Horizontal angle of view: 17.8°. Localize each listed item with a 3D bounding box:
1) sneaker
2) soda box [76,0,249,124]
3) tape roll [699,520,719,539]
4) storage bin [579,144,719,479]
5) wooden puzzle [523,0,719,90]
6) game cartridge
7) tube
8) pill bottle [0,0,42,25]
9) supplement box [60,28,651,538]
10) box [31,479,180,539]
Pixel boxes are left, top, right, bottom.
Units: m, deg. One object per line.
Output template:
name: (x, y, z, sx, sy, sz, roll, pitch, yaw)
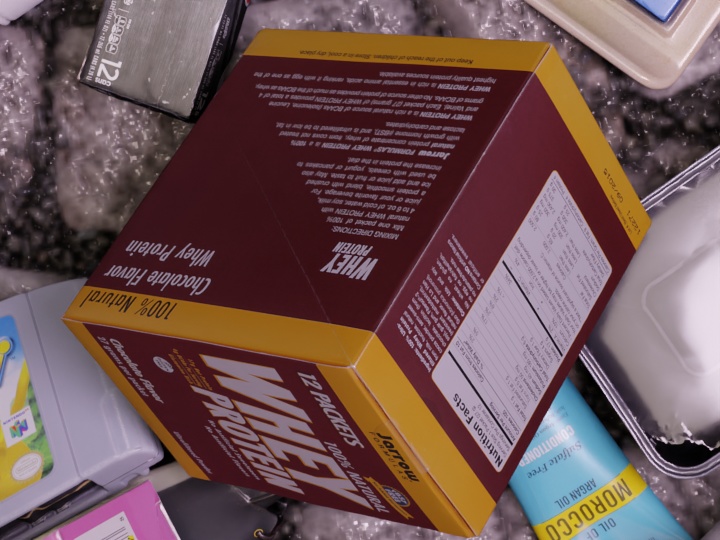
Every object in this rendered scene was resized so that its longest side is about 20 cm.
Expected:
sneaker: (-0.063, 0.145, 1.265, 0.199, 0.075, 0.107, -20, 91, 16)
soda box: (-0.088, -0.185, 1.270, 0.070, 0.063, 0.201, 19, 92, 6)
tape roll: (0.233, 0.218, 1.159, 0.139, 0.203, 0.203, -44, 85, 4)
storage bin: (0.209, 0.005, 1.218, 0.199, 0.094, 0.136, -35, 86, 6)
wooden puzzle: (0.148, -0.229, 1.250, 0.185, 0.046, 0.201, 36, 93, 6)
game cartridge: (-0.210, 0.092, 1.266, 0.199, 0.040, 0.134, -30, 54, 12)
tube: (0.101, 0.092, 1.257, 0.077, 0.050, 0.201, -33, 91, 13)
pill bottle: (-0.277, -0.130, 1.268, 0.199, 0.111, 0.111, -33, 86, 5)
supplement box: (0.000, 0.000, 1.144, 0.196, 0.133, 0.201, 7, 55, 41)
box: (-0.165, 0.239, 1.225, 0.199, 0.097, 0.177, -30, 87, 28)
